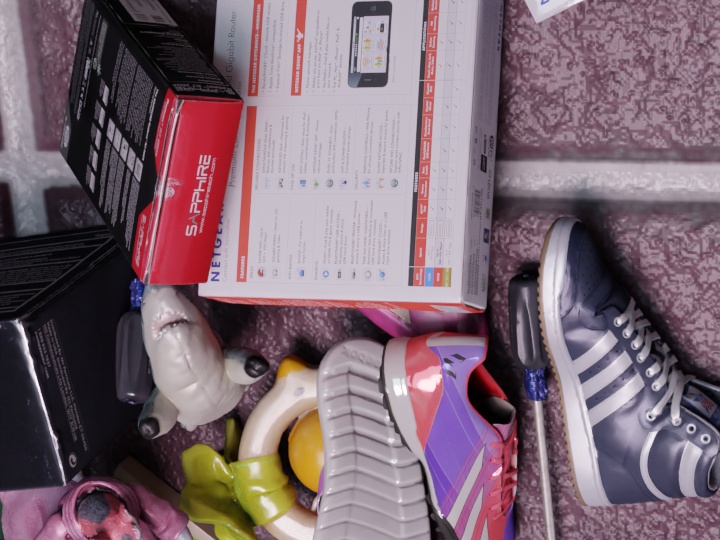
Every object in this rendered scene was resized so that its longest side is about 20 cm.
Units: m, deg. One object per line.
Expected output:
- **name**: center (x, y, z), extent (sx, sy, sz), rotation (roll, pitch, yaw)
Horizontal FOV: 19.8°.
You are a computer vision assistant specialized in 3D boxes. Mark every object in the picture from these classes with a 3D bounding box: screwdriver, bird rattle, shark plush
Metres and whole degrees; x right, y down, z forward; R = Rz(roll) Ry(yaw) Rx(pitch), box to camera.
- **screwdriver**: center (0.120, 0.100, 1.355), extent (0.029, 0.028, 0.202), rotation (9, 112, 54)
- **bird rattle**: center (-0.021, 0.149, 1.403), extent (0.198, 0.113, 0.164), rotation (24, 99, 9)
- **screwdriver**: center (-0.149, -0.010, 1.380), extent (0.028, 0.029, 0.202), rotation (-23, 65, 55)
- **shark plush**: center (-0.104, 0.053, 1.361), extent (0.090, 0.200, 0.084), rotation (-31, 81, 7)

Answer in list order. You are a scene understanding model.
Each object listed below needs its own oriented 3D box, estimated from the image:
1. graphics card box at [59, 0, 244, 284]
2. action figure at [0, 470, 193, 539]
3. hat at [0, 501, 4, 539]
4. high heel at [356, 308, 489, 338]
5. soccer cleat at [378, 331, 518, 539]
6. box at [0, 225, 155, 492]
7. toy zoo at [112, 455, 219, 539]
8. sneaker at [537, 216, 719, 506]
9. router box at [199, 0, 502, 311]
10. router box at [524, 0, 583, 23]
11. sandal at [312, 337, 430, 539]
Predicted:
- **graphics card box**: center (-0.138, -0.091, 1.318), extent (0.050, 0.200, 0.127), rotation (0, 116, -26)
- **action figure**: center (-0.168, 0.162, 1.363), extent (0.133, 0.200, 0.150), rotation (-14, 80, -16)
- **hat**: center (-0.251, 0.265, 1.546), extent (0.200, 0.166, 0.176), rotation (-43, 122, 10)
- **high heel**: center (0.000, 0.000, 1.374), extent (0.199, 0.068, 0.096), rotation (24, 156, 23)
- **soccer cleat**: center (0.075, 0.120, 1.341), extent (0.072, 0.069, 0.201), rotation (-11, 127, 19)
- **box**: center (-0.252, 0.062, 1.403), extent (0.198, 0.198, 0.124), rotation (-7, 108, 23)
- **toy zoo**: center (-0.170, 0.250, 1.537), extent (0.131, 0.020, 0.201), rotation (37, 117, 5)
- **sneaker**: center (0.179, 0.058, 1.302), extent (0.108, 0.070, 0.202), rotation (-1, 115, 27)
- **router box**: center (-0.006, -0.079, 1.290), extent (0.178, 0.049, 0.202), rotation (2, 85, 22)
- **router box**: center (0.140, -0.276, 1.213), extent (0.178, 0.049, 0.201), rotation (-23, 99, 27)
- **sandal**: center (0.003, 0.148, 1.355), extent (0.082, 0.050, 0.205), rotation (7, 76, -19)
